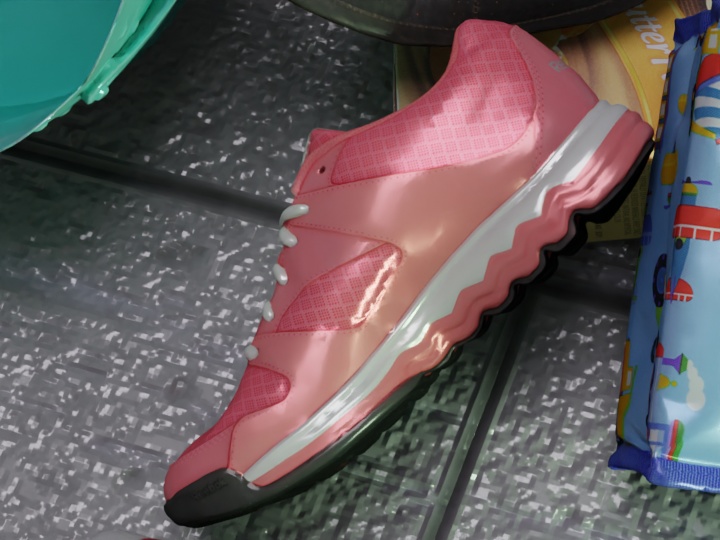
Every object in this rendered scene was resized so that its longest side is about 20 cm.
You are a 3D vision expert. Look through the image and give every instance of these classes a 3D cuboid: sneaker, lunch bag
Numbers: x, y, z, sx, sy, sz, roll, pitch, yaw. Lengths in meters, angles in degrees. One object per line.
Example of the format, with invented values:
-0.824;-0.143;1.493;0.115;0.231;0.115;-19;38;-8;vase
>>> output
0.000;0.000;0.937;0.200;0.074;0.087;-43;83;2;sneaker
0.191;0.005;0.904;0.200;0.094;0.151;8;89;-3;lunch bag

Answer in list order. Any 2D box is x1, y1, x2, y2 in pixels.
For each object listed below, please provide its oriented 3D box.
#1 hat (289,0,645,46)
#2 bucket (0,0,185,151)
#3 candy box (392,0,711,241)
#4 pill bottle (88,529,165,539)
0.029;-0.167;0.975;0.200;0.081;0.201;-1;94;-13;hat
-0.148;-0.137;0.982;0.207;0.135;0.207;2;99;12;bucket
0.112;-0.074;1.000;0.200;0.055;0.116;-5;59;6;candy box
0.001;0.153;0.852;0.200;0.111;0.111;13;63;15;pill bottle
